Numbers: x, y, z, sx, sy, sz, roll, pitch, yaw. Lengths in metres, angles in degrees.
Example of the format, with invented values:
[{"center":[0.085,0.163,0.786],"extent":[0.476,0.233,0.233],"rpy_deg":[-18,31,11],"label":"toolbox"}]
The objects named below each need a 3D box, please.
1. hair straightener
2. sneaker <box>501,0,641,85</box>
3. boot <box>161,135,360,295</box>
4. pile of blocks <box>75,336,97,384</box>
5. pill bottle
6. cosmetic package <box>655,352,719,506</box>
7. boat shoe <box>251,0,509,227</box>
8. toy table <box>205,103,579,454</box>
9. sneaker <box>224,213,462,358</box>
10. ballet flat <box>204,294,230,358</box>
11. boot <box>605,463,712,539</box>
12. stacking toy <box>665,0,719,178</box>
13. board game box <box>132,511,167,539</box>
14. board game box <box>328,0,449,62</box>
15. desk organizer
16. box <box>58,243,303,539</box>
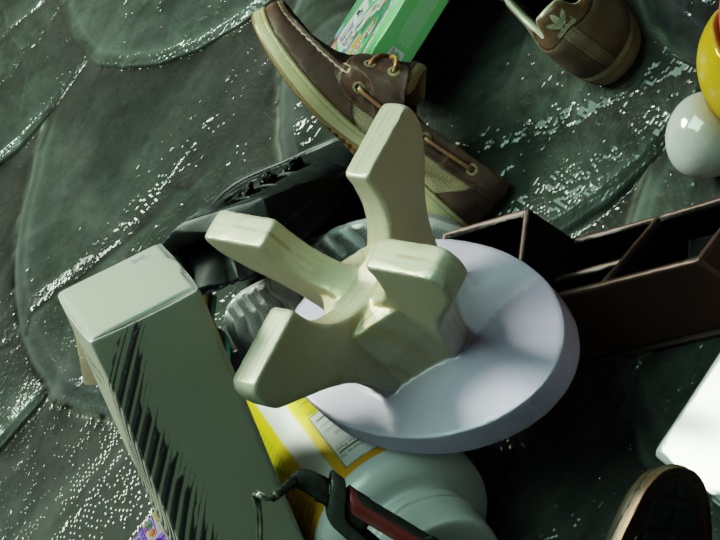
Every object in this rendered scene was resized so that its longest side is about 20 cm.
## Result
[{"center":[0.018,0.174,1.196],"extent":[0.077,0.200,0.041],"rpy_deg":[-53,22,13],"label":"hair straightener"},{"center":[0.116,-0.199,1.426],"extent":[0.070,0.075,0.200],"rpy_deg":[-48,39,15],"label":"sneaker"},{"center":[-0.079,-0.019,1.444],"extent":[0.165,0.066,0.200],"rpy_deg":[-36,5,27],"label":"boot"},{"center":[-0.142,0.079,1.558],"extent":[0.200,0.082,0.062],"rpy_deg":[-141,40,-61],"label":"pile of blocks"},{"center":[0.003,0.122,1.312],"extent":[0.109,0.109,0.200],"rpy_deg":[-52,39,9],"label":"pill bottle"},{"center":[0.251,0.044,1.122],"extent":[0.200,0.074,0.102],"rpy_deg":[-57,38,6],"label":"cosmetic package"},{"center":[0.015,-0.107,1.421],"extent":[0.072,0.072,0.200],"rpy_deg":[-44,81,6],"label":"boat shoe"},{"center":[0.012,0.015,1.222],"extent":[0.199,0.117,0.184],"rpy_deg":[-3,56,39],"label":"toy table"},{"center":[0.000,0.000,1.419],"extent":[0.200,0.075,0.082],"rpy_deg":[-18,11,41],"label":"sneaker"},{"center":[-0.123,0.052,1.439],"extent":[0.200,0.063,0.069],"rpy_deg":[-119,43,-75],"label":"ballet flat"},{"center":[0.118,0.179,1.148],"extent":[0.097,0.074,0.201],"rpy_deg":[40,119,59],"label":"boot"},{"center":[0.233,-0.120,1.226],"extent":[0.200,0.146,0.147],"rpy_deg":[-50,36,37],"label":"stacking toy"},{"center":[-0.075,0.208,1.366],"extent":[0.135,0.045,0.200],"rpy_deg":[-53,38,8],"label":"board game box"},{"center":[0.049,-0.218,1.510],"extent":[0.200,0.029,0.135],"rpy_deg":[-57,16,5],"label":"board game box"},{"center":[0.139,0.002,1.267],"extent":[0.200,0.077,0.072],"rpy_deg":[-16,55,41],"label":"desk organizer"},{"center":[-0.095,0.093,1.238],"extent":[0.068,0.201,0.082],"rpy_deg":[-27,26,-11],"label":"box"}]
